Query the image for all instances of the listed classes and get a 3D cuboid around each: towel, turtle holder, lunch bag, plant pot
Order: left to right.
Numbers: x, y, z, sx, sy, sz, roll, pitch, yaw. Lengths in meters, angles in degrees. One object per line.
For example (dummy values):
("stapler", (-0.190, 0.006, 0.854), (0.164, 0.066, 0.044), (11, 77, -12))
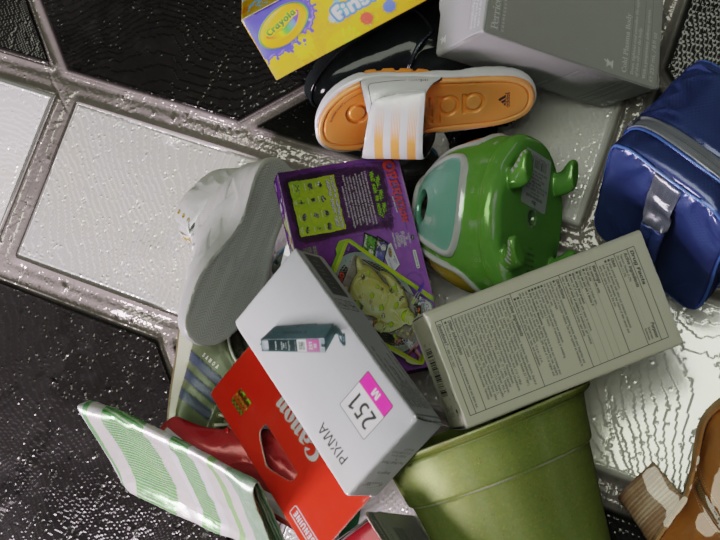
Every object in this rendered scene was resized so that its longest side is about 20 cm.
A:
("towel", (-0.157, 0.192, 1.169), (0.199, 0.153, 0.023), (23, 58, 27))
("turtle holder", (0.120, -0.032, 1.205), (0.131, 0.141, 0.188), (3, 110, 36))
("plant pot", (0.137, 0.218, 1.118), (0.198, 0.200, 0.192), (-22, 85, 10))
("lunch bag", (0.281, -0.061, 1.124), (0.132, 0.201, 0.136), (-41, 67, -16))

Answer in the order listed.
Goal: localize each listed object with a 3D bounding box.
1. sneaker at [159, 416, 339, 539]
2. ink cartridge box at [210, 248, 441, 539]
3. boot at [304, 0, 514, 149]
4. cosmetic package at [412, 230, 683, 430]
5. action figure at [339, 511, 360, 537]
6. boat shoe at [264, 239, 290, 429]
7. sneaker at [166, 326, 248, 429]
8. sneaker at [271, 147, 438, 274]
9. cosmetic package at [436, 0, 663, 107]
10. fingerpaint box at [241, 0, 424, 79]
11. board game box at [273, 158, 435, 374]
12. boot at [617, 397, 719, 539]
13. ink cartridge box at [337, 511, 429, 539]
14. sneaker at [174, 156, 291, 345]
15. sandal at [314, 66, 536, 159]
("sneaker", (-0.081, 0.159, 1.198), (0.199, 0.078, 0.116), (28, 80, 12))
("ink cartridge box", (-0.047, 0.112, 1.099), (0.174, 0.043, 0.200), (-49, 56, 18))
("boot", (0.062, -0.181, 1.274), (0.197, 0.073, 0.163), (-36, 65, -2))
("cosmetic package", (0.154, 0.051, 1.092), (0.198, 0.073, 0.105), (-19, 85, -9))
("action figure", (-0.019, 0.148, 1.234), (0.117, 0.055, 0.202), (20, 87, 22))
("boat shoe", (-0.050, 0.057, 1.224), (0.065, 0.072, 0.202), (13, 94, 9))
("sneaker", (-0.133, 0.117, 1.267), (0.089, 0.067, 0.203), (-3, 73, 21))
("sneaker", (0.009, -0.038, 1.269), (0.200, 0.073, 0.082), (-43, 82, 11))
("cosmetic package", (0.174, -0.229, 1.192), (0.090, 0.198, 0.108), (-11, 71, 59))
("fingerpaint box", (-0.015, -0.287, 1.278), (0.199, 0.074, 0.167), (-27, 27, 9))
("board game box", (0.000, 0.000, 1.176), (0.119, 0.032, 0.202), (-11, 78, -11))
("boot", (0.336, 0.191, 1.106), (0.200, 0.077, 0.155), (-44, 68, 6))
("ink cartridge box", (0.049, 0.311, 1.112), (0.084, 0.176, 0.201), (-37, 70, 6))
("sneaker", (-0.145, -0.016, 1.283), (0.115, 0.074, 0.201), (-2, 57, 48))
("sandal", (0.061, -0.139, 1.164), (0.204, 0.080, 0.060), (-9, 40, -1))
